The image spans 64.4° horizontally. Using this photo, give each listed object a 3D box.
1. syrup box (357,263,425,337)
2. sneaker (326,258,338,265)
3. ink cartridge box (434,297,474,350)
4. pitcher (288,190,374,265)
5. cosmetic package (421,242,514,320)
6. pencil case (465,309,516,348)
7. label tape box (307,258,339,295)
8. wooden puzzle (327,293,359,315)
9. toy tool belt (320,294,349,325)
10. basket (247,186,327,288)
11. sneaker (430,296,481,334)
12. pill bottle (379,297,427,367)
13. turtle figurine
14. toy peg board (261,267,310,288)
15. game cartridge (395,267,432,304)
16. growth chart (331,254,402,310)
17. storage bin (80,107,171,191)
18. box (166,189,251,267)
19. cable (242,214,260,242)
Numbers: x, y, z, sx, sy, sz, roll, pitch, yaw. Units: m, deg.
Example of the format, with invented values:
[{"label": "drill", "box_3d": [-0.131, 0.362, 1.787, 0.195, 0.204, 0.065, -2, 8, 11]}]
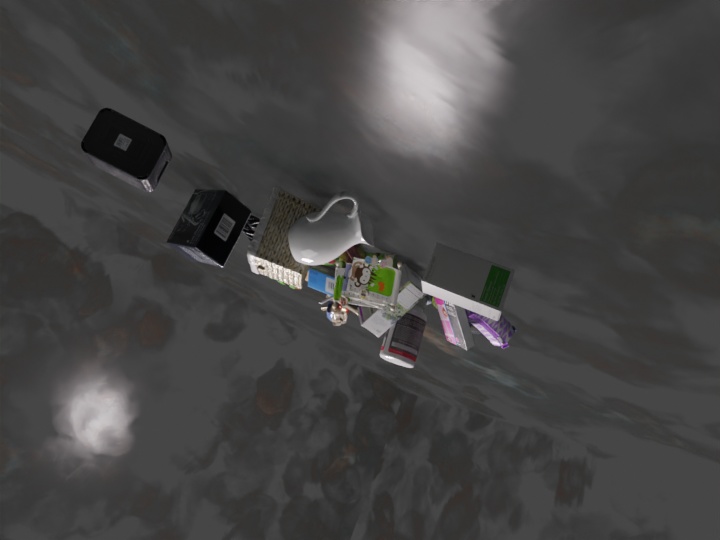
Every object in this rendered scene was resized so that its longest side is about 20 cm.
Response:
[{"label": "syrup box", "box_3d": [0.086, 0.087, 1.618, 0.078, 0.199, 0.083, 34, -156, -31]}, {"label": "sneaker", "box_3d": [-0.142, -0.067, 1.761, 0.195, 0.079, 0.083, 21, -177, 28]}, {"label": "ink cartridge box", "box_3d": [0.245, 0.108, 1.529, 0.094, 0.036, 0.206, 23, 134, 61]}, {"label": "pitcher", "box_3d": [-0.079, -0.103, 1.366, 0.193, 0.124, 0.174, -14, 134, 11]}, {"label": "cosmetic package", "box_3d": [0.250, 0.026, 1.342, 0.194, 0.111, 0.085, 20, 165, 15]}, {"label": "pencil case", "box_3d": [0.348, 0.139, 1.586, 0.083, 0.088, 0.198, -28, 130, 32]}, {"label": "label tape box", "box_3d": [-0.054, 0.011, 1.789, 0.139, 0.068, 0.199, 18, -152, 26]}, {"label": "wooden puzzle", "box_3d": [0.018, 0.076, 1.785, 0.194, 0.048, 0.183, -9, -160, -33]}, {"label": "toy tool belt", "box_3d": [-0.103, 0.149, 2.280, 0.118, 0.129, 0.201, 15, 164, 1]}, {"label": "basket", "box_3d": [-0.197, -0.079, 1.538, 0.156, 0.206, 0.199, 22, 165, -1]}, {"label": "sneaker", "box_3d": [0.289, 0.133, 1.639, 0.196, 0.075, 0.081, 29, -164, -18]}, {"label": "pill bottle", "box_3d": [0.132, 0.169, 1.669, 0.107, 0.207, 0.111, 17, 167, 4]}, {"label": "turtle figurine", "box_3d": [0.000, 0.000, 1.597, 0.188, 0.208, 0.143, 14, -164, 21]}, {"label": "toy peg board", "box_3d": [-0.293, 0.009, 2.168, 0.194, 0.100, 0.200, 24, 165, 5]}, {"label": "game cartridge", "box_3d": [0.133, 0.042, 1.715, 0.195, 0.042, 0.133, 28, 168, -8]}, {"label": "growth chart", "box_3d": [0.016, 0.033, 1.515, 0.192, 0.151, 0.018, 3, -171, 17]}, {"label": "storage bin", "box_3d": [-0.625, -0.323, 1.539, 0.195, 0.139, 0.094, 26, 165, -4]}, {"label": "box", "box_3d": [-0.474, -0.136, 1.788, 0.193, 0.205, 0.123, 7, 157, 46]}, {"label": "cable", "box_3d": [-0.330, -0.127, 1.875, 0.194, 0.052, 0.164, 23, 164, 13]}]
